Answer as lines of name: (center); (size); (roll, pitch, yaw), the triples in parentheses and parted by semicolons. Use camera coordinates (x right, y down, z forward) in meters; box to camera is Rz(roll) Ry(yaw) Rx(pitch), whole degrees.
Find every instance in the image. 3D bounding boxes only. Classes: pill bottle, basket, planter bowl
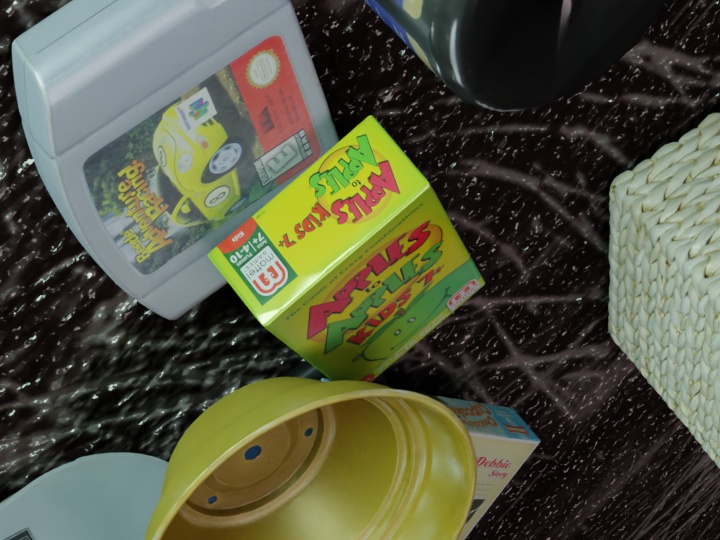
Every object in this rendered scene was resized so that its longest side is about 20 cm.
pill bottle: (0.018, -0.157, 0.599); (0.111, 0.200, 0.112); (-27, 146, -20)
basket: (0.275, -0.001, 1.100); (0.197, 0.161, 0.201); (-33, 148, -13)
planter bowl: (-0.042, 0.119, 0.899); (0.199, 0.084, 0.202); (-19, 134, -21)

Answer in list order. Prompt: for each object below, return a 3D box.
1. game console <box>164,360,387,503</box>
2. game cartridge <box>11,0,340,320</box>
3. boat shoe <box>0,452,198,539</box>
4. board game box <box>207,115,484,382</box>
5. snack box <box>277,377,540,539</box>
game console: (-0.059, 0.140, 1.038); (0.199, 0.031, 0.177); (-36, 148, -10)
game cartridge: (-0.079, -0.059, 0.772); (0.132, 0.041, 0.201); (-32, 147, -7)
boat shoe: (-0.180, 0.157, 0.903); (0.199, 0.070, 0.066); (-24, 169, -39)
board game box: (0.000, 0.000, 0.870); (0.101, 0.048, 0.200); (-40, 162, 0)
snack box: (0.017, 0.130, 1.049); (0.199, 0.037, 0.117); (14, 118, -50)
